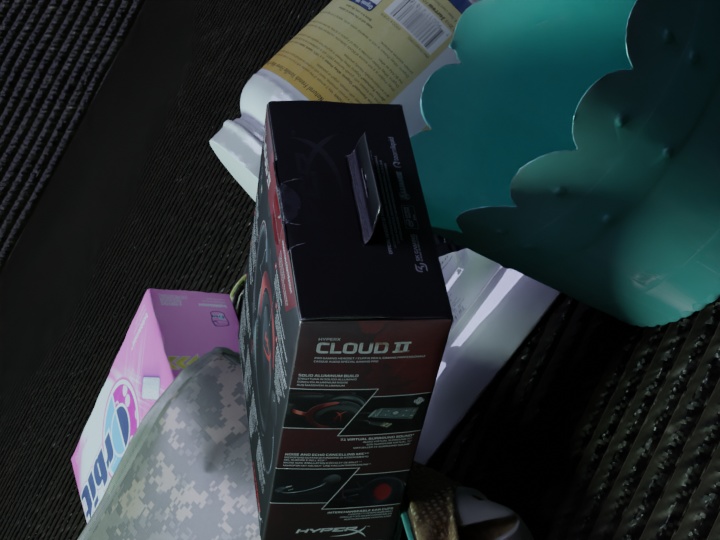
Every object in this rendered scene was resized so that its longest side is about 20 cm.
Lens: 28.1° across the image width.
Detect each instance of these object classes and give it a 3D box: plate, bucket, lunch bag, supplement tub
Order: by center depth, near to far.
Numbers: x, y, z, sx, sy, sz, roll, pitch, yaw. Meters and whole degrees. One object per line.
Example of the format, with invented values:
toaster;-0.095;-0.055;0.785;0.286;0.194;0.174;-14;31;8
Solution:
bucket;0.130;-0.079;0.738;0.207;0.134;0.208;-47;25;30
lunch bag;-0.072;0.166;0.859;0.164;0.117;0.201;37;100;39
plate;0.059;0.011;0.937;0.200;0.032;0.200;-53;22;18
supplement tub;0.008;-0.113;0.991;0.200;0.145;0.144;-44;19;-7

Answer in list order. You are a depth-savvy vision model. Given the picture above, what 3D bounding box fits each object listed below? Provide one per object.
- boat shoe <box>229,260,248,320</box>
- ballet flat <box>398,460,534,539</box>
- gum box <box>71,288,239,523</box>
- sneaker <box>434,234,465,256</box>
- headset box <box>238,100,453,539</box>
boat shoe;-0.065;0.032;1.078;0.072;0.061;0.202;-37;32;16
ballet flat;0.062;0.158;0.718;0.065;0.071;0.200;-27;32;10
gum box;-0.142;0.124;1.024;0.200;0.066;0.114;-61;38;36
sneaker;0.088;-0.073;0.884;0.200;0.066;0.078;-36;7;5
headset box;-0.014;0.022;0.730;0.201;0.075;0.149;101;164;-45
